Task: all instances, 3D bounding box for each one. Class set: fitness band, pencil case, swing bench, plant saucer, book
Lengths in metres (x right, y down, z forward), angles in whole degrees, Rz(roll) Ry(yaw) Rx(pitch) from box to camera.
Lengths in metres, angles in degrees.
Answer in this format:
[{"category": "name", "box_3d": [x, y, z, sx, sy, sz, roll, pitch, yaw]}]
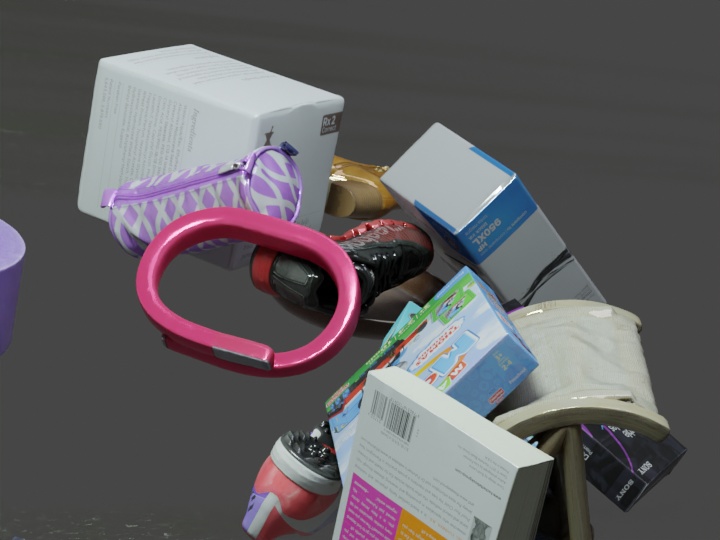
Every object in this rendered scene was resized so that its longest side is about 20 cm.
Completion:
[{"category": "fitness band", "box_3d": [-0.097, 0.018, 1.658, 0.199, 0.037, 0.144, 17, 59, 17]}, {"category": "pencil case", "box_3d": [-0.146, -0.062, 1.792, 0.199, 0.084, 0.085, -14, -32, 38]}, {"category": "swing bench", "box_3d": [0.121, 0.137, 1.329, 0.129, 0.201, 0.199, 12, 19, -1]}, {"category": "plant saucer", "box_3d": [-0.006, 0.022, 1.840, 0.199, 0.032, 0.200, 11, 19, -4]}, {"category": "book", "box_3d": [0.035, 0.177, 1.159, 0.048, 0.201, 0.133, -7, 27, -43]}]

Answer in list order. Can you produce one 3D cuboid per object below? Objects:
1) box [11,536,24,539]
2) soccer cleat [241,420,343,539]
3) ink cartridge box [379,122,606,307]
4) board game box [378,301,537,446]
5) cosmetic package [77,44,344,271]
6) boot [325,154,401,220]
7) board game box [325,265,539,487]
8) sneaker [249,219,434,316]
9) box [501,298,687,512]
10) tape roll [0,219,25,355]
[{"category": "box", "box_3d": [-0.183, 0.218, 1.166, 0.199, 0.033, 0.121, 16, 19, 14]}, {"category": "soccer cleat", "box_3d": [-0.032, 0.157, 1.395, 0.068, 0.073, 0.200, 38, 7, 15]}, {"category": "ink cartridge box", "box_3d": [0.128, -0.027, 1.827, 0.200, 0.084, 0.145, 50, -7, -38]}, {"category": "board game box", "box_3d": [0.076, 0.111, 1.543, 0.151, 0.047, 0.200, 33, 20, -1]}, {"category": "cosmetic package", "box_3d": [-0.152, -0.119, 1.939, 0.199, 0.166, 0.165, 22, 21, 26]}, {"category": "boot", "box_3d": [-0.046, -0.105, 2.141, 0.201, 0.071, 0.144, 26, 16, 25]}, {"category": "board game box", "box_3d": [0.045, 0.080, 1.335, 0.037, 0.151, 0.200, 44, 5, -13]}, {"category": "sneaker", "box_3d": [0.000, 0.000, 1.752, 0.200, 0.071, 0.098, -6, 27, -39]}, {"category": "box", "box_3d": [0.171, 0.107, 1.580, 0.200, 0.036, 0.143, 42, 20, 12]}, {"category": "tape roll", "box_3d": [-0.379, 0.005, 1.565, 0.199, 0.085, 0.200, 12, 19, -4]}]
